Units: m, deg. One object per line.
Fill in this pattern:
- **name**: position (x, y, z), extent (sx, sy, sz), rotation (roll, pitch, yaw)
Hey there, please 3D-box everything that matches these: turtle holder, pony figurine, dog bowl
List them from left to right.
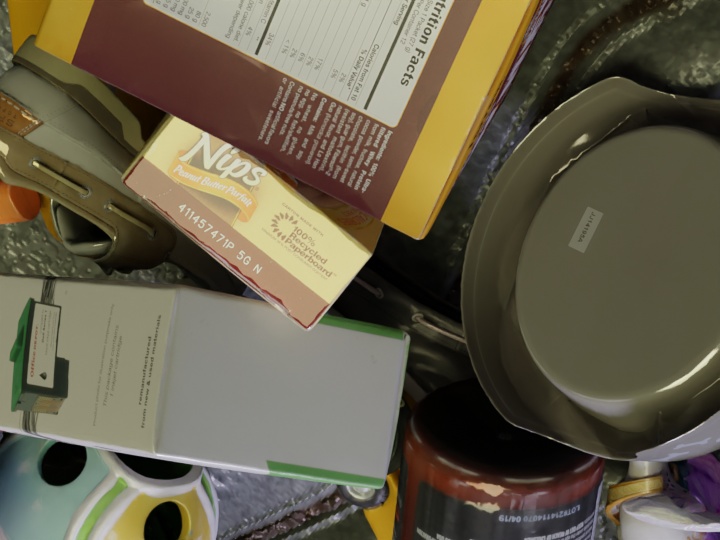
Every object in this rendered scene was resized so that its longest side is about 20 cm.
- **turtle holder**: position (-0.148, 0.149, 1.443), extent (0.140, 0.186, 0.132), rotation (19, 129, -22)
- **dog bowl**: position (0.146, 0.002, 1.242), extent (0.199, 0.201, 0.059), rotation (-23, 149, 31)
- **pony figurine**: position (0.184, 0.136, 1.330), extent (0.192, 0.166, 0.201), rotation (9, 112, 46)

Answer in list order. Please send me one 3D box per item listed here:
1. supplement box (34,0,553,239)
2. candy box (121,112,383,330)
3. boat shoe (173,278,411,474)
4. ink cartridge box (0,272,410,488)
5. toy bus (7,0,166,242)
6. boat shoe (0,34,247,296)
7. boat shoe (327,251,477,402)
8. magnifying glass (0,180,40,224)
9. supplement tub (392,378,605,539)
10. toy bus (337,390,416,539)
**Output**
- **supplement box**: position (-0.011, -0.148, 1.182), extent (0.199, 0.197, 0.133), rotation (27, 119, 3)
- **candy box**: position (-0.042, -0.054, 1.256), extent (0.115, 0.200, 0.055), rotation (39, 107, -7)
- **boat shoe**: position (-0.047, 0.061, 1.377), extent (0.201, 0.063, 0.074), rotation (30, 108, 49)
- **ink cartridge box**: position (-0.096, 0.053, 1.275), extent (0.199, 0.145, 0.085), rotation (2, 82, 53)
- **toy bus**: position (-0.143, -0.111, 1.344), extent (0.078, 0.065, 0.201), rotation (8, 124, 16)
- **boat shoe**: position (-0.126, -0.035, 1.284), extent (0.075, 0.069, 0.200), rotation (26, 165, 48)
- **boat shoe**: position (0.000, 0.000, 1.365), extent (0.200, 0.067, 0.057), rotation (41, 104, -2)
- **magnifying glass**: position (-0.248, -0.032, 1.423), extent (0.199, 0.022, 0.080), rotation (-6, 118, 45)
- **supplement tub**: position (0.066, 0.165, 1.323), extent (0.106, 0.107, 0.201), rotation (13, 119, 13)
- **toy bus**: position (0.059, 0.154, 1.427), extent (0.078, 0.065, 0.201), rotation (-14, 115, 27)
